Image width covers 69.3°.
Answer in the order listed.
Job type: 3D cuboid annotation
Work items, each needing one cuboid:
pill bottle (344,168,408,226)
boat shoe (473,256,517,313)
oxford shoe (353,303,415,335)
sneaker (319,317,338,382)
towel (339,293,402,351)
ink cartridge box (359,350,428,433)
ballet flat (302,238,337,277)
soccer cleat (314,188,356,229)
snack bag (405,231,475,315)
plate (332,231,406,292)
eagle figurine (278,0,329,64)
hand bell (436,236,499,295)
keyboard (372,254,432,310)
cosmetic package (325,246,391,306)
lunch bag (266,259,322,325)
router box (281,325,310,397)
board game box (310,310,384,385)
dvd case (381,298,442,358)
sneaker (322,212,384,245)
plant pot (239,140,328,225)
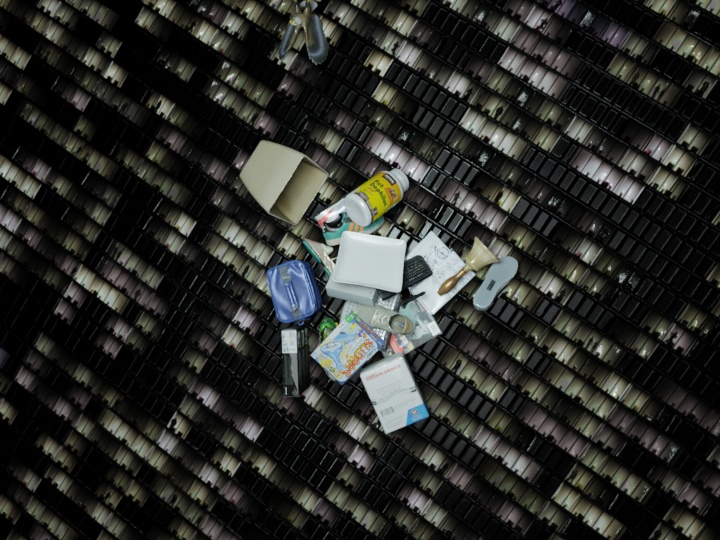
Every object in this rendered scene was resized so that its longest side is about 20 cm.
[{"bbox_3d":[0.053,-0.226,1.571,0.200,0.109,0.109,-39,84,-27],"label":"pill bottle"},{"bbox_3d":[0.405,0.046,1.568,0.073,0.068,0.200,28,70,18],"label":"boat shoe"},{"bbox_3d":[0.063,0.140,1.516,0.198,0.058,0.076,15,87,26],"label":"oxford shoe"},{"bbox_3d":[-0.098,0.253,1.640,0.077,0.085,0.202,-13,89,9],"label":"sneaker"},{"bbox_3d":[0.031,0.134,1.607,0.164,0.086,0.202,15,83,23],"label":"towel"},{"bbox_3d":[0.104,0.371,1.598,0.145,0.086,0.202,-24,92,8],"label":"ink cartridge box"},{"bbox_3d":[-0.103,-0.034,1.659,0.067,0.068,0.201,-36,90,-12],"label":"ballet flat"},{"bbox_3d":[-0.047,-0.197,1.649,0.199,0.068,0.074,-31,105,7],"label":"soccer cleat"},{"bbox_3d":[0.222,0.003,1.610,0.188,0.021,0.200,-42,85,0],"label":"snack bag"},{"bbox_3d":[0.029,-0.022,1.526,0.197,0.032,0.201,9,51,2],"label":"plate"},{"bbox_3d":[-0.185,-0.769,1.649,0.151,0.150,0.202,37,134,46],"label":"eagle figurine"},{"bbox_3d":[0.308,0.005,1.564,0.200,0.104,0.104,-44,84,10],"label":"hand bell"},{"bbox_3d":[0.137,0.038,1.546,0.199,0.021,0.128,-26,81,-28],"label":"keyboard"},{"bbox_3d":[0.000,0.000,1.583,0.149,0.052,0.201,12,58,18],"label":"cosmetic package"},{"bbox_3d":[-0.208,0.072,1.633,0.134,0.132,0.202,-19,87,9],"label":"lunch bag"},{"bbox_3d":[-0.200,0.278,1.624,0.050,0.149,0.203,-2,89,8],"label":"router box"},{"bbox_3d":[-0.040,0.234,1.557,0.135,0.034,0.200,42,117,1],"label":"board game box"},{"bbox_3d":[0.136,0.182,1.635,0.199,0.022,0.147,-32,85,9],"label":"dvd case"},{"bbox_3d":[-0.022,-0.147,1.608,0.198,0.071,0.081,-22,121,-7],"label":"sneaker"},{"bbox_3d":[-0.250,-0.288,1.619,0.176,0.200,0.201,37,96,18],"label":"plant pot"}]
